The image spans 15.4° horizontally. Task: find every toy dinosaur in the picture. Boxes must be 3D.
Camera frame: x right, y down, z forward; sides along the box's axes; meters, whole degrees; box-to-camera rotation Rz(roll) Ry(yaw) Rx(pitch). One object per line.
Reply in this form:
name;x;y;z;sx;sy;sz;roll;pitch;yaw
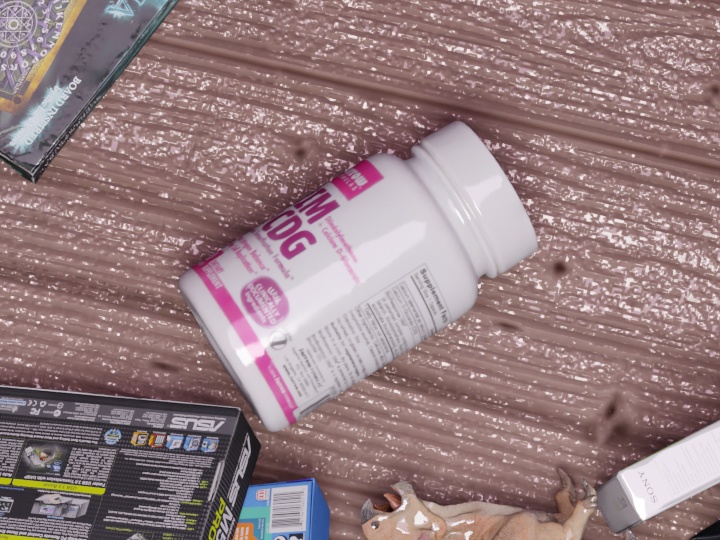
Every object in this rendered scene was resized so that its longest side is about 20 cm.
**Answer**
toy dinosaur;0.103;0.196;1.589;0.135;0.086;0.200;-39;65;-5

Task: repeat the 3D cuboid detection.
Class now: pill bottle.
pill bottle;0.000;0.000;1.616;0.200;0.113;0.114;-32;84;-6

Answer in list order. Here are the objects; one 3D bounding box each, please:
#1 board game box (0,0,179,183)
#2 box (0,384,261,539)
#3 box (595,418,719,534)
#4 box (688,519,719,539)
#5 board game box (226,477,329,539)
board game box;-0.197;-0.173;1.678;0.135;0.028;0.200;37;82;4
box;-0.175;0.150;1.565;0.200;0.044;0.161;4;58;20
box;0.239;0.097;1.593;0.200;0.144;0.036;-25;82;-4
box;0.314;0.149;1.568;0.200;0.182;0.104;-31;84;-5
board game box;-0.120;0.206;1.565;0.199;0.045;0.152;-6;55;12
